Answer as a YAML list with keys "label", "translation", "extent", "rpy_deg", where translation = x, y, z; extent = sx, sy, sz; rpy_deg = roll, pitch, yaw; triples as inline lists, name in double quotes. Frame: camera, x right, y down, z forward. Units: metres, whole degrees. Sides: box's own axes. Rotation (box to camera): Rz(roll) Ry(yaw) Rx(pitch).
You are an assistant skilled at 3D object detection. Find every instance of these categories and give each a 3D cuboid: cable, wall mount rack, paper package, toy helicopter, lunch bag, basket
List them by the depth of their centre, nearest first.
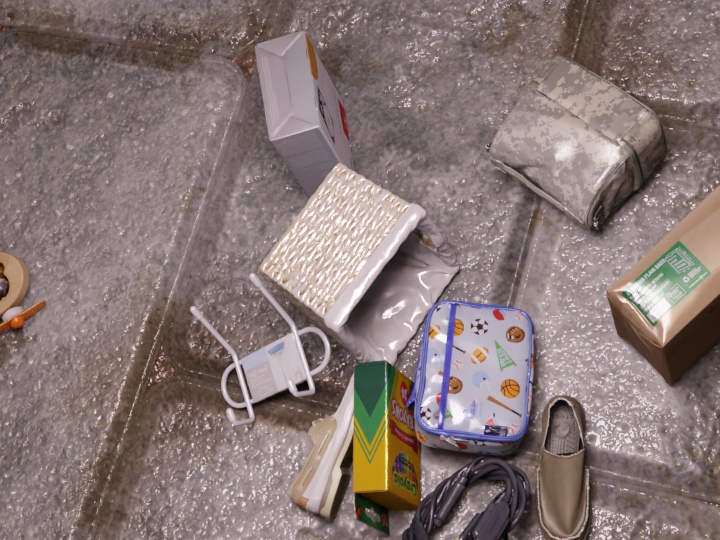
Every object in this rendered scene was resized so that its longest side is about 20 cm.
- label: "paper package"
  translation: [0.415, 0.020, 1.620]
  extent: [0.200, 0.191, 0.104]
  rpy_deg: [-42, 64, -2]
- label: "cable"
  translation: [0.128, 0.310, 1.634]
  extent: [0.162, 0.051, 0.200]
  rpy_deg: [-20, 25, 45]
- label: "lunch bag"
  translation: [0.144, 0.142, 1.697]
  extent: [0.158, 0.076, 0.202]
  rpy_deg: [8, 63, 2]
- label: "basket"
  translation: [0.000, 0.000, 1.748]
  extent: [0.160, 0.198, 0.201]
  rpy_deg: [32, 81, 29]
- label: "lunch bag"
  translation: [0.288, -0.167, 1.758]
  extent: [0.200, 0.139, 0.168]
  rpy_deg: [39, 83, 26]
- label: "wall mount rack"
  translation: [-0.143, 0.108, 1.770]
  extent: [0.199, 0.074, 0.176]
  rpy_deg: [-27, 75, 30]
- label: "toy helicopter"
  translation: [-0.561, 0.071, 1.962]
  extent: [0.131, 0.079, 0.202]
  rpy_deg: [28, 90, 15]

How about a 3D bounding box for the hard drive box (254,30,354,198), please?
- label: "hard drive box"
  translation: [-0.075, -0.216, 1.849]
  extent: [0.076, 0.200, 0.158]
  rpy_deg: [-14, 67, 10]

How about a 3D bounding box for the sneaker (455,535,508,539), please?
- label: "sneaker"
  translation: [0.160, 0.412, 1.610]
  extent: [0.089, 0.078, 0.202]
  rpy_deg: [-20, 54, 8]

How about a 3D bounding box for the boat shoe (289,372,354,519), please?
- label: "boat shoe"
  translation: [-0.037, 0.224, 1.737]
  extent: [0.068, 0.075, 0.202]
  rpy_deg: [16, 75, 15]

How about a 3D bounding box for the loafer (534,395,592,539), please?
- label: "loafer"
  translation: [0.251, 0.250, 1.645]
  extent: [0.074, 0.070, 0.202]
  rpy_deg: [-6, 68, 14]

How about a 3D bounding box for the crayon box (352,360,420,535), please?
- label: "crayon box"
  translation: [0.035, 0.231, 1.684]
  extent: [0.050, 0.127, 0.202]
  rpy_deg: [-7, 68, 20]
